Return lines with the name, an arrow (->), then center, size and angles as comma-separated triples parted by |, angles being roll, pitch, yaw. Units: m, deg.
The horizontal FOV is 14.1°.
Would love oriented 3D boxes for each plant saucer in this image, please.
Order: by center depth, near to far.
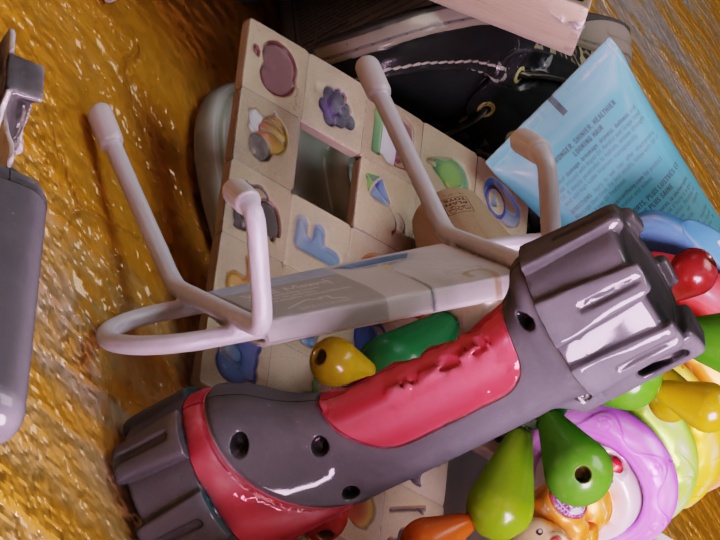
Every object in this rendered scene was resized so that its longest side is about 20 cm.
plant saucer -> 0.000, 0.000, 1.278 | 0.200, 0.050, 0.201 | 54, 19, -28

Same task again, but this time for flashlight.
flashlight -> 0.012, 0.040, 1.003 | 0.068, 0.199, 0.068 | 16, 48, -66

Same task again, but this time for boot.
boot -> 0.066, -0.040, 1.312 | 0.203, 0.073, 0.155 | -1, 81, -51

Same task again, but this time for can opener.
can opener -> -0.137, -0.013, 0.928 | 0.067, 0.053, 0.200 | 21, 35, -17

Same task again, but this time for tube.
tube -> 0.136, -0.008, 1.304 | 0.200, 0.077, 0.050 | 50, -14, -32

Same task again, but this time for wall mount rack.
wall mount rack -> -0.015, -0.026, 1.090 | 0.174, 0.199, 0.075 | -155, -122, -65

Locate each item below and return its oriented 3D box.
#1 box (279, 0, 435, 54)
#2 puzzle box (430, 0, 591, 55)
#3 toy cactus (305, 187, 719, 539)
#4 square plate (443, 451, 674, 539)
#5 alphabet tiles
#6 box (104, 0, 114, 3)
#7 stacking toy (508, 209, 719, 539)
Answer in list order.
box -> 0.013, -0.150, 1.459 | 0.078, 0.095, 0.201 | 51, 22, -38
puzzle box -> 0.053, -0.172, 1.318 | 0.132, 0.026, 0.200 | 21, 32, 0
toy cactus -> 0.054, 0.026, 1.144 | 0.165, 0.199, 0.103 | -114, -176, -45
square plate -> 0.116, 0.157, 1.201 | 0.199, 0.029, 0.198 | 31, 27, -7
alphabet tiles -> 0.003, 0.018, 1.184 | 0.167, 0.008, 0.201 | 29, 55, -35
box -> -0.082, -0.217, 1.272 | 0.125, 0.097, 0.200 | 58, 19, -14
stacking toy -> 0.103, 0.074, 1.206 | 0.116, 0.110, 0.200 | 43, 40, -1
